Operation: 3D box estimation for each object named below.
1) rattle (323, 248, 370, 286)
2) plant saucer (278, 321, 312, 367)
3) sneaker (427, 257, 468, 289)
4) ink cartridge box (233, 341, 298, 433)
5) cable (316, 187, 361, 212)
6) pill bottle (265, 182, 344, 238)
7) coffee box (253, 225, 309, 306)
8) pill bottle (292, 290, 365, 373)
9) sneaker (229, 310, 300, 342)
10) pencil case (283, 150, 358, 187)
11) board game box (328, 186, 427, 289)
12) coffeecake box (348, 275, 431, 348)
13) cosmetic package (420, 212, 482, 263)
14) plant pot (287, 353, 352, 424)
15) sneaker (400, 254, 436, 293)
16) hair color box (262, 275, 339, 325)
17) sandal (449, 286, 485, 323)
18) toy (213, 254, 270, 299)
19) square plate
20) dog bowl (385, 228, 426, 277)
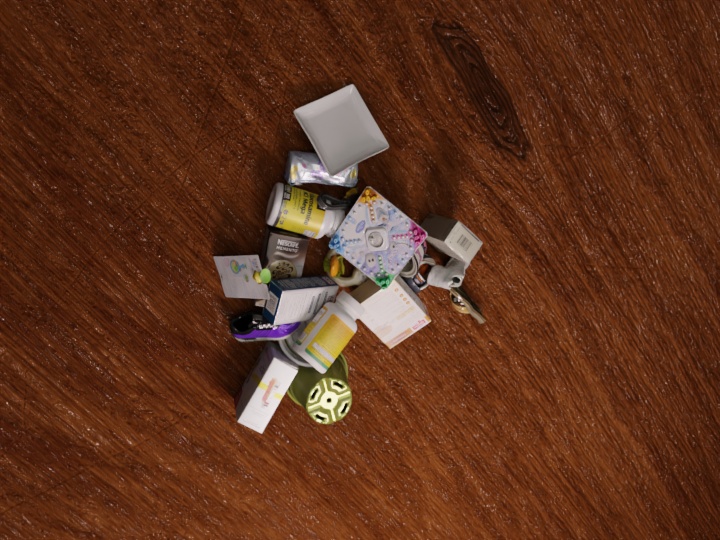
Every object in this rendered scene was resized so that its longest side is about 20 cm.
[{"bbox_3d":[0.000,0.000,1.592,0.197,0.142,0.133,30,74,-15],"label":"rattle"},{"bbox_3d":[-0.135,0.175,1.602,0.194,0.050,0.205,2,67,-4],"label":"plant saucer"},{"bbox_3d":[0.275,0.011,1.672,0.198,0.079,0.072,-27,135,-46],"label":"sneaker"},{"bbox_3d":[-0.262,0.316,1.575,0.082,0.145,0.203,30,92,-19],"label":"ink cartridge box"},{"bbox_3d":[-0.042,-0.169,1.525,0.198,0.050,0.099,-21,83,-48],"label":"cable"},{"bbox_3d":[-0.145,-0.152,1.521,0.195,0.112,0.115,15,98,-20],"label":"pill bottle"},{"bbox_3d":[-0.216,-0.006,1.544,0.110,0.080,0.205,9,104,-18],"label":"coffee box"},{"bbox_3d":[-0.079,0.158,1.507,0.112,0.112,0.201,42,80,-21],"label":"pill bottle"},{"bbox_3d":[-0.259,0.142,1.530,0.194,0.071,0.100,-11,151,3],"label":"sneaker"},{"bbox_3d":[-0.103,-0.267,1.519,0.194,0.092,0.084,-1,144,-19],"label":"pencil case"},{"bbox_3d":[0.041,-0.078,1.478,0.198,0.026,0.201,37,116,0],"label":"board game box"},{"bbox_3d":[0.084,0.107,1.627,0.152,0.074,0.200,-34,124,14],"label":"coffeecake box"},{"bbox_3d":[0.247,-0.095,1.610,0.104,0.200,0.072,38,90,-22],"label":"cosmetic package"},{"bbox_3d":[-0.106,0.329,1.605,0.195,0.184,0.206,-4,104,-17],"label":"plant pot"},{"bbox_3d":[0.141,0.034,1.672,0.200,0.079,0.078,-47,112,-1],"label":"sneaker"},{"bbox_3d":[-0.156,0.076,1.505,0.197,0.060,0.102,-4,120,-46],"label":"hair color box"},{"bbox_3d":[0.311,0.101,1.749,0.054,0.081,0.200,-36,116,17],"label":"sandal"},{"bbox_3d":[-0.299,0.011,1.488,0.047,0.197,0.118,-26,109,-41],"label":"toy"},{"bbox_3d":[-0.050,-0.366,1.502,0.197,0.028,0.201,-30,87,-22],"label":"square plate"},{"bbox_3d":[0.098,-0.079,1.578,0.074,0.199,0.201,-48,112,-21],"label":"dog bowl"}]
